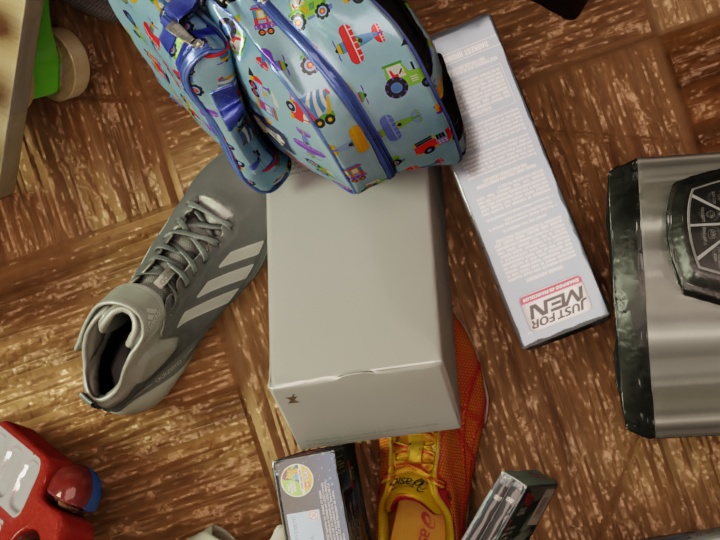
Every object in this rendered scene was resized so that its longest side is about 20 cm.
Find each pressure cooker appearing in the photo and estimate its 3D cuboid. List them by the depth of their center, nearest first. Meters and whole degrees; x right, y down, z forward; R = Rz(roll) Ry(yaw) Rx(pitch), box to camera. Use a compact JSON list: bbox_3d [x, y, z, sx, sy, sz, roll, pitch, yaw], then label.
[{"bbox_3d":[0.250,0.009,1.217,0.200,0.179,0.176,-3,112,8],"label":"pressure cooker"}]

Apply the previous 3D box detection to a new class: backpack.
[{"bbox_3d":[-0.035,-0.122,1.190,0.135,0.183,0.200,-38,62,-6],"label":"backpack"}]

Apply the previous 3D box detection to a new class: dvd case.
[{"bbox_3d":[0.057,0.213,1.249,0.022,0.146,0.200,31,93,14],"label":"dvd case"}]

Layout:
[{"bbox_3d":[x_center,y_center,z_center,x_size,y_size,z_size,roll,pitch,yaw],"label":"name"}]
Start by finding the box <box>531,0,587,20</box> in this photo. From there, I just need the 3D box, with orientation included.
[{"bbox_3d":[0.095,-0.274,1.236,0.166,0.200,0.164,30,93,9],"label":"box"}]

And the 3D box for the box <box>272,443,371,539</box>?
[{"bbox_3d":[-0.015,0.176,1.232,0.038,0.200,0.137,-11,86,2],"label":"box"}]

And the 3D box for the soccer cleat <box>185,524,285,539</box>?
[{"bbox_3d":[-0.111,0.202,1.292,0.200,0.069,0.078,-9,67,38],"label":"soccer cleat"}]

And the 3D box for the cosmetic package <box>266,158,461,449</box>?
[{"bbox_3d":[0.000,0.000,1.253,0.108,0.085,0.200,-7,57,8],"label":"cosmetic package"}]

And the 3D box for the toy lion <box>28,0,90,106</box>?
[{"bbox_3d":[-0.258,-0.222,1.319,0.192,0.069,0.200,28,125,34],"label":"toy lion"}]

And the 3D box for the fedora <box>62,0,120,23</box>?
[{"bbox_3d":[-0.138,-0.252,1.309,0.200,0.090,0.177,12,116,34],"label":"fedora"}]

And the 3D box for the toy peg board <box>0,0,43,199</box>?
[{"bbox_3d":[-0.307,-0.158,1.259,0.200,0.098,0.199,30,124,23],"label":"toy peg board"}]

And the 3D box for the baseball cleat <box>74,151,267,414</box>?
[{"bbox_3d":[-0.114,0.005,1.302,0.070,0.106,0.200,26,90,14],"label":"baseball cleat"}]

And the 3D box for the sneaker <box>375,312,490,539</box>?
[{"bbox_3d":[0.044,0.116,1.290,0.073,0.077,0.200,-2,86,10],"label":"sneaker"}]

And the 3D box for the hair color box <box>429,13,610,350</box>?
[{"bbox_3d":[0.094,-0.052,1.277,0.061,0.099,0.200,-21,85,6],"label":"hair color box"}]

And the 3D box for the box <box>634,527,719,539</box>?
[{"bbox_3d":[0.218,0.261,1.249,0.176,0.097,0.200,-9,85,10],"label":"box"}]

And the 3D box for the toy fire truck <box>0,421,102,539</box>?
[{"bbox_3d":[-0.222,0.189,1.272,0.112,0.200,0.168,23,88,-27],"label":"toy fire truck"}]
